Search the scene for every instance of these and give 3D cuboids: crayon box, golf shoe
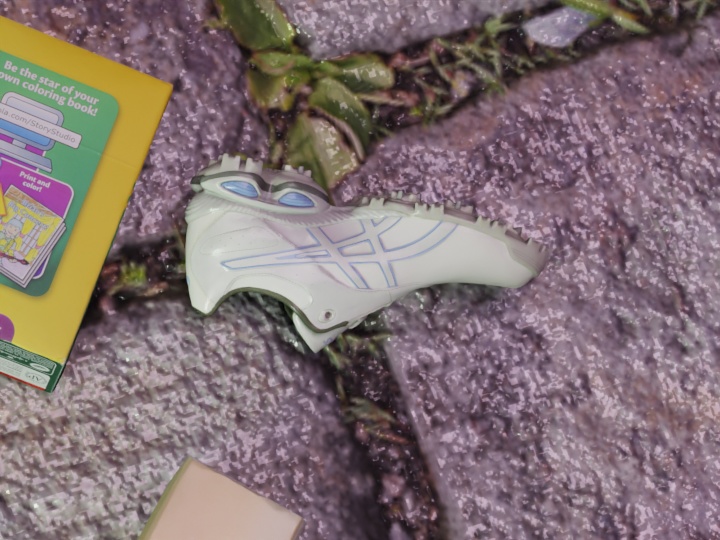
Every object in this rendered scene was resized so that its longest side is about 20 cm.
[{"bbox_3d":[-0.223,-0.054,1.596,0.199,0.058,0.173,22,66,-6],"label":"crayon box"},{"bbox_3d":[0.000,0.000,1.635,0.199,0.078,0.098,10,86,-4],"label":"golf shoe"}]

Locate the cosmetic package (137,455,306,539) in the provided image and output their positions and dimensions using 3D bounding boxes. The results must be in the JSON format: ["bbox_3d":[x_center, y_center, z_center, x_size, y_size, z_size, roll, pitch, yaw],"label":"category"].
[{"bbox_3d":[-0.109,0.204,1.508,0.071,0.105,0.200,29,65,-2],"label":"cosmetic package"}]
